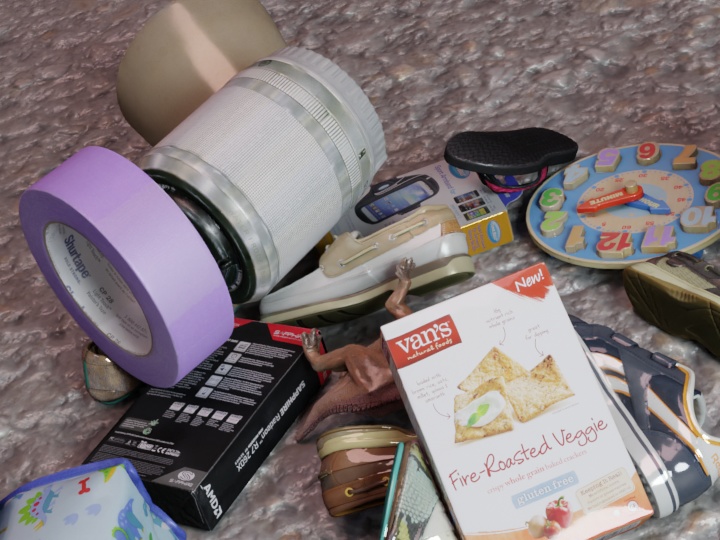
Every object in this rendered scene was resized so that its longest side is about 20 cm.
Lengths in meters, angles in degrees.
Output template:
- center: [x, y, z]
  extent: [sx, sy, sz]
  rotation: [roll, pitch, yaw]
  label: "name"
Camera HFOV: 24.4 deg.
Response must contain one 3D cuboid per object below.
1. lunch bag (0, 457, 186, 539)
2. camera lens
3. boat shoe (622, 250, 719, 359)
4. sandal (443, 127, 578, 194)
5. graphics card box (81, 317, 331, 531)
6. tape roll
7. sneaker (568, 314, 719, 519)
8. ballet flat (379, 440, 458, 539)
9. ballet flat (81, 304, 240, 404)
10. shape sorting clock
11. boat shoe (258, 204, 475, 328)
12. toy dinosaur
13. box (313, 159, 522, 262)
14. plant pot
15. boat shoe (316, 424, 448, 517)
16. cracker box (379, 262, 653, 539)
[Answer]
- center: [-0.246, 0.248, 1.223]
  extent: [0.198, 0.128, 0.171]
  rotation: [-18, 35, 22]
  label: "lunch bag"
- center: [-0.092, -0.082, 1.472]
  extent: [0.159, 0.161, 0.200]
  rotation: [17, 51, 39]
  label: "camera lens"
- center: [0.293, 0.029, 1.326]
  extent: [0.066, 0.072, 0.200]
  rotation: [-36, 35, -18]
  label: "boat shoe"
- center: [0.141, -0.098, 1.538]
  extent: [0.075, 0.045, 0.199]
  rotation: [30, 22, 26]
  label: "sandal"
- center: [-0.126, 0.122, 1.394]
  extent: [0.124, 0.051, 0.200]
  rotation: [7, 41, 32]
  label: "graphics card box"
- center: [-0.195, -0.002, 1.378]
  extent: [0.066, 0.201, 0.199]
  rotation: [-39, 40, -26]
  label: "tape roll"
- center: [0.211, 0.098, 1.264]
  extent: [0.079, 0.079, 0.201]
  rotation: [-26, 47, -5]
  label: "sneaker"
- center: [0.032, 0.219, 1.174]
  extent: [0.070, 0.069, 0.202]
  rotation: [15, 60, 7]
  label: "ballet flat"
- center: [-0.175, 0.040, 1.511]
  extent: [0.068, 0.068, 0.200]
  rotation: [15, 46, 39]
  label: "ballet flat"
- center: [0.246, -0.063, 1.497]
  extent: [0.198, 0.040, 0.201]
  rotation: [-11, 36, 8]
  label: "shape sorting clock"
- center: [0.000, 0.000, 1.457]
  extent: [0.198, 0.075, 0.069]
  rotation: [-17, 78, 12]
  label: "boat shoe"
- center: [0.035, 0.083, 1.358]
  extent: [0.199, 0.086, 0.136]
  rotation: [-33, 45, -12]
  label: "toy dinosaur"
- center: [0.053, -0.046, 1.557]
  extent: [0.198, 0.042, 0.119]
  rotation: [-18, 35, -5]
  label: "box"
- center: [-0.121, -0.149, 1.670]
  extent: [0.186, 0.188, 0.200]
  rotation: [-27, 52, -14]
  label: "plant pot"
- center: [0.065, 0.155, 1.266]
  extent: [0.198, 0.072, 0.068]
  rotation: [-3, 70, 6]
  label: "boat shoe"
- center: [0.110, 0.112, 1.207]
  extent: [0.133, 0.058, 0.202]
  rotation: [-21, 74, -5]
  label: "cracker box"
